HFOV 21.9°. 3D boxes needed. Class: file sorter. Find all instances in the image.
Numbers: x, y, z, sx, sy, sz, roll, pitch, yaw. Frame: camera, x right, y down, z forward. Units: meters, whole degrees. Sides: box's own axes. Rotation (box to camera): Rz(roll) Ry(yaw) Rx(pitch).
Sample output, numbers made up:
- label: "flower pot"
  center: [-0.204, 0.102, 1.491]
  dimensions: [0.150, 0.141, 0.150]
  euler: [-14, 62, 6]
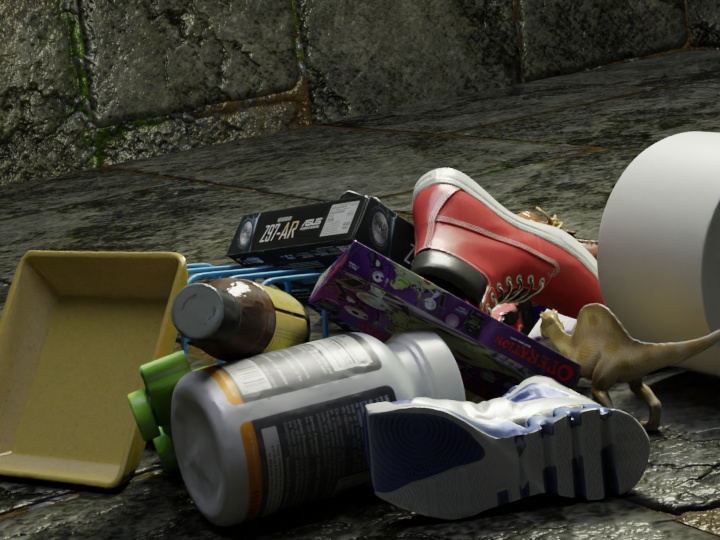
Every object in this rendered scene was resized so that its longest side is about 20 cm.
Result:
- label: "file sorter"
  center: [-0.106, 0.060, 1.605]
  dimensions: [0.199, 0.124, 0.138]
  euler: [4, 7, 44]

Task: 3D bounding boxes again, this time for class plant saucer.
- label: "plant saucer"
  center: [-0.230, 0.085, 1.558]
  dimensions: [0.199, 0.201, 0.048]
  euler: [1, -22, 38]

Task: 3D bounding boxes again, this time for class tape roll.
- label: "tape roll"
  center: [0.312, -0.010, 1.519]
  dimensions: [0.201, 0.204, 0.139]
  euler: [-13, 13, -27]

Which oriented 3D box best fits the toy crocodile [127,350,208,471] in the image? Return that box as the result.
- label: "toy crocodile"
  center: [-0.141, 0.105, 1.449]
  dimensions: [0.067, 0.062, 0.200]
  euler: [-23, -23, -4]

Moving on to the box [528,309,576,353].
- label: "box"
  center: [0.184, 0.057, 1.684]
  dimensions: [0.038, 0.042, 0.200]
  euler: [-5, 12, 17]

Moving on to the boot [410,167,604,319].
- label: "boot"
  center: [0.123, 0.019, 1.532]
  dimensions: [0.072, 0.199, 0.145]
  euler: [-44, 27, 36]

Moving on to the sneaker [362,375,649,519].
- label: "sneaker"
  center: [0.100, 0.124, 1.336]
  dimensions: [0.198, 0.081, 0.115]
  euler: [-1, 7, -1]

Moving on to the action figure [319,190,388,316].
- label: "action figure"
  center: [0.005, 0.004, 1.928]
  dimensions: [0.119, 0.102, 0.200]
  euler: [-36, -26, -7]

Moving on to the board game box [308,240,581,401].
- label: "board game box"
  center: [0.062, 0.049, 1.448]
  dimensions: [0.199, 0.032, 0.120]
  euler: [29, -15, -5]

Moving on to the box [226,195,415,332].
- label: "box"
  center: [0.000, 0.000, 1.633]
  dimensions: [0.160, 0.044, 0.199]
  euler: [33, -21, -29]

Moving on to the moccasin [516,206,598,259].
- label: "moccasin"
  center: [0.157, -0.027, 1.769]
  dimensions: [0.200, 0.078, 0.074]
  euler: [4, -21, 25]

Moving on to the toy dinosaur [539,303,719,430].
- label: "toy dinosaur"
  center: [0.195, 0.075, 1.423]
  dimensions: [0.058, 0.102, 0.199]
  euler: [-15, 13, -36]

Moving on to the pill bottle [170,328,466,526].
- label: "pill bottle"
  center: [-0.030, 0.110, 1.371]
  dimensions: [0.199, 0.117, 0.116]
  euler: [-12, 12, -25]

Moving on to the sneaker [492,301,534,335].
- label: "sneaker"
  center: [0.107, 0.050, 1.690]
  dimensions: [0.086, 0.074, 0.200]
  euler: [-7, 10, 17]

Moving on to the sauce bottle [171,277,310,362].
- label: "sauce bottle"
  center: [-0.090, 0.037, 1.391]
  dimensions: [0.064, 0.065, 0.200]
  euler: [-5, -9, 13]

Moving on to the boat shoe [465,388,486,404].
- label: "boat shoe"
  center: [0.021, 0.100, 1.509]
  dimensions: [0.199, 0.067, 0.074]
  euler: [-16, 14, -35]

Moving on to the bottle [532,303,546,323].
- label: "bottle"
  center: [0.104, 0.025, 1.835]
  dimensions: [0.198, 0.066, 0.084]
  euler: [-6, 11, 9]
